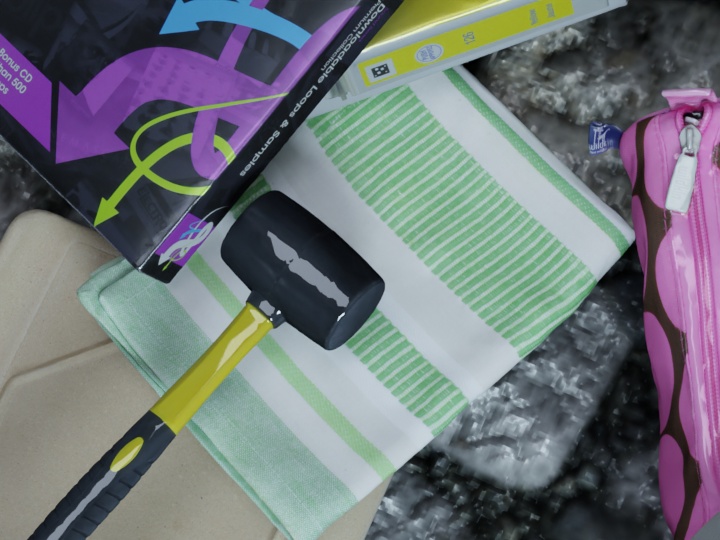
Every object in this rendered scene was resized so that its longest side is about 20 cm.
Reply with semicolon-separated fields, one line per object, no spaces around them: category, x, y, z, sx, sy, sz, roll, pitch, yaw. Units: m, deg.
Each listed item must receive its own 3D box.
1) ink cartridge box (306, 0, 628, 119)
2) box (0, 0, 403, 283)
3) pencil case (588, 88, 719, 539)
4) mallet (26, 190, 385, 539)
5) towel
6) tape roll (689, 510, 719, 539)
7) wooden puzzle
ink cartridge box;-0.004;-0.168;0.954;0.199;0.047;0.199;-18;59;2
box;-0.071;-0.117;0.894;0.143;0.036;0.200;41;93;20
pencil case;0.148;0.029;0.853;0.090;0.094;0.202;-9;71;8
mallet;-0.067;0.061;0.850;0.066;0.041;0.201;32;74;12
towel;0.000;0.000;0.904;0.200;0.023;0.153;-39;69;-17
tape roll;0.196;0.168;0.783;0.201;0.037;0.205;0;94;-5
wooden puzzle;-0.095;0.090;0.910;0.199;0.037;0.186;23;76;11
